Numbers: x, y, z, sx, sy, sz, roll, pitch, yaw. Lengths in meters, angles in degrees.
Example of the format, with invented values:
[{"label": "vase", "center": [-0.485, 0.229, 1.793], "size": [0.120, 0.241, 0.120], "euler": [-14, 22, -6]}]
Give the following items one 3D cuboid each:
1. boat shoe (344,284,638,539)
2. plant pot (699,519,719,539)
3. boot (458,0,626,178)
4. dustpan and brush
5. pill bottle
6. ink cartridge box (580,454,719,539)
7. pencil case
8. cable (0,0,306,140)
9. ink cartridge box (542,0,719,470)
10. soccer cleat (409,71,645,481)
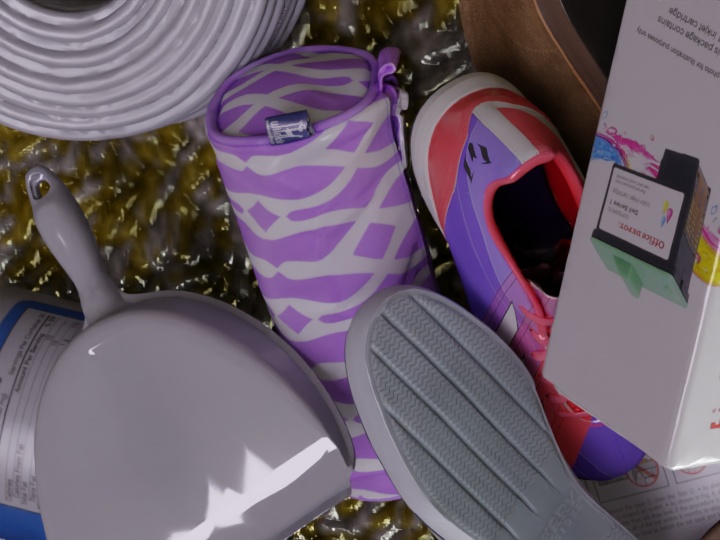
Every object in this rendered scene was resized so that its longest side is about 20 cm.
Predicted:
[{"label": "boat shoe", "center": [0.047, 0.089, 0.989], "size": [0.201, 0.074, 0.067], "euler": [54, 155, -21]}, {"label": "plant pot", "center": [0.200, 0.187, 0.981], "size": [0.199, 0.093, 0.203], "euler": [4, 100, 22]}, {"label": "boot", "center": [0.107, -0.050, 0.997], "size": [0.075, 0.074, 0.201], "euler": [-6, 116, 51]}, {"label": "dustpan and brush", "center": [-0.096, 0.039, 1.014], "size": [0.139, 0.057, 0.201], "euler": [-35, 79, 14]}, {"label": "pill bottle", "center": [-0.130, 0.070, 1.094], "size": [0.198, 0.112, 0.113], "euler": [13, 117, 15]}, {"label": "ink cartridge box", "center": [0.151, 0.117, 1.067], "size": [0.161, 0.057, 0.202], "euler": [-17, 86, 25]}, {"label": "pencil case", "center": [0.000, 0.000, 1.014], "size": [0.085, 0.084, 0.201], "euler": [-15, 122, 4]}, {"label": "cable", "center": [-0.113, -0.149, 1.013], "size": [0.198, 0.069, 0.202], "euler": [1, 114, 18]}, {"label": "ink cartridge box", "center": [0.163, -0.037, 0.909], "size": [0.084, 0.144, 0.202], "euler": [38, 124, 48]}, {"label": "soccer cleat", "center": [0.078, 0.016, 0.977], "size": [0.068, 0.073, 0.201], "euler": [-29, 122, -9]}]
